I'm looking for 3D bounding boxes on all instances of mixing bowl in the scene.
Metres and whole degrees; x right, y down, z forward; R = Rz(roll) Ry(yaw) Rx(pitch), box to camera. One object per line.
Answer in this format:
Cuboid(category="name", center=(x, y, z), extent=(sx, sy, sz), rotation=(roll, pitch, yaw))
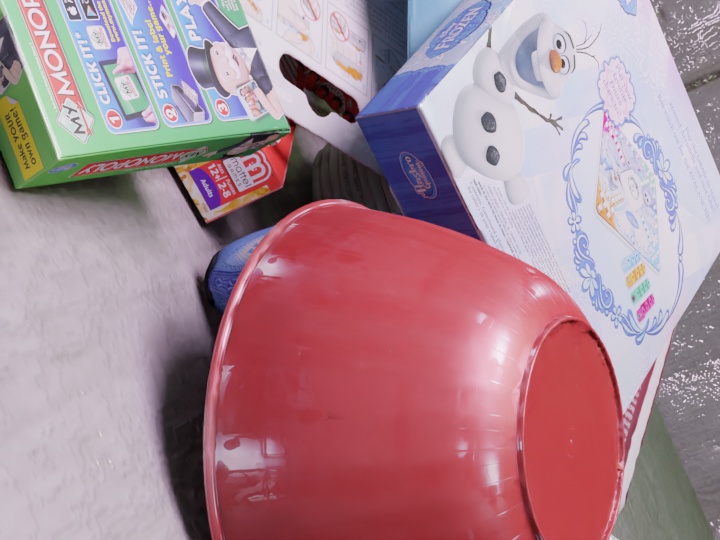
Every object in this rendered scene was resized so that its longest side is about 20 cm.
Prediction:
Cuboid(category="mixing bowl", center=(0.039, 0.069, 0.644), extent=(0.199, 0.107, 0.203), rotation=(11, 78, -58))

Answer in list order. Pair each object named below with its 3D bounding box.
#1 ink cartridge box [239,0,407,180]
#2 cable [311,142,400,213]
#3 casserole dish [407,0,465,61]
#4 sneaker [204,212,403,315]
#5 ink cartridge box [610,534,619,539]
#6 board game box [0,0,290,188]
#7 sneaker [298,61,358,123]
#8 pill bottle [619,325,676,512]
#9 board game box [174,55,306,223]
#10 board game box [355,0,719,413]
Cuboid(category="ink cartridge box", center=(-0.033, -0.151, 0.802), extent=(0.160, 0.047, 0.202), rotation=(28, 56, -46))
Cuboid(category="cable", center=(0.032, -0.002, 1.023), extent=(0.201, 0.069, 0.201), rotation=(57, 17, -36))
Cuboid(category="casserole dish", center=(0.050, -0.133, 0.829), extent=(0.121, 0.038, 0.203), rotation=(6, 85, -79))
Cuboid(category="sneaker", center=(0.000, 0.000, 0.777), extent=(0.199, 0.088, 0.080), rotation=(2, 98, -57))
Cuboid(category="ink cartridge box", center=(0.177, 0.290, 1.063), extent=(0.145, 0.083, 0.202), rotation=(40, 28, -64))
Cuboid(category="board game box", center=(-0.112, -0.136, 0.626), extent=(0.134, 0.029, 0.202), rotation=(-14, 80, -53))
Cuboid(category="sneaker", center=(-0.017, -0.118, 0.936), extent=(0.067, 0.107, 0.203), rotation=(0, 70, -77))
Cuboid(category="pill bottle", center=(0.104, 0.074, 0.903), extent=(0.114, 0.113, 0.202), rotation=(51, 54, -50))
Cuboid(category="board game box", center=(-0.096, -0.144, 0.785), extent=(0.201, 0.046, 0.152), rotation=(61, 14, -23))
Cuboid(category="board game box", center=(0.102, -0.046, 0.789), extent=(0.199, 0.043, 0.201), rotation=(-49, 121, -39))
